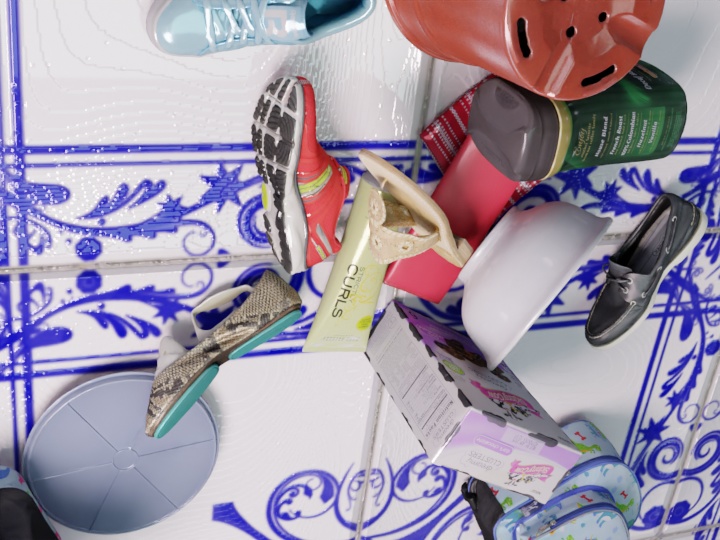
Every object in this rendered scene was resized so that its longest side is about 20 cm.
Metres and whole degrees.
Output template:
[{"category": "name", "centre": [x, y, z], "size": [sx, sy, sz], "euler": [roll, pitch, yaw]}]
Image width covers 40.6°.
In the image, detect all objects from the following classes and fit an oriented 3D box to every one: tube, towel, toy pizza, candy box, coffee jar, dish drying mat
[{"category": "tube", "centre": [0.000, 0.000, 0.993], "size": [0.057, 0.052, 0.202], "euler": [22, 115, 9]}, {"category": "towel", "centre": [0.171, -0.148, 0.999], "size": [0.199, 0.023, 0.145], "euler": [-38, 125, 0]}, {"category": "toy pizza", "centre": [-0.244, 0.186, 1.000], "size": [0.197, 0.032, 0.203], "euler": [-10, 120, -17]}, {"category": "candy box", "centre": [0.112, 0.136, 1.025], "size": [0.167, 0.200, 0.072], "euler": [26, 106, -33]}, {"category": "coffee jar", "centre": [0.204, -0.144, 0.924], "size": [0.198, 0.104, 0.086], "euler": [-12, 129, -26]}, {"category": "dish drying mat", "centre": [0.100, -0.056, 1.005], "size": [0.076, 0.018, 0.201], "euler": [20, 118, -22]}]

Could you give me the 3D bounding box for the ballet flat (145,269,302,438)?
[{"category": "ballet flat", "centre": [-0.148, 0.074, 0.955], "size": [0.200, 0.075, 0.068], "euler": [-41, 170, -12]}]

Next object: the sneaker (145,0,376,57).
[{"category": "sneaker", "centre": [-0.079, -0.220, 0.812], "size": [0.198, 0.082, 0.075], "euler": [-20, 123, -12]}]

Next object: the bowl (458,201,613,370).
[{"category": "bowl", "centre": [0.164, -0.001, 1.010], "size": [0.090, 0.201, 0.202], "euler": [38, 101, 8]}]

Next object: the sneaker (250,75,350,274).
[{"category": "sneaker", "centre": [-0.050, -0.094, 0.913], "size": [0.084, 0.077, 0.202], "euler": [-20, 131, -25]}]

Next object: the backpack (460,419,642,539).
[{"category": "backpack", "centre": [0.255, 0.305, 1.217], "size": [0.198, 0.147, 0.184], "euler": [-30, 128, -8]}]

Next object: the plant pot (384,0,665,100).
[{"category": "plant pot", "centre": [0.142, -0.246, 0.824], "size": [0.198, 0.196, 0.203], "euler": [-10, 122, -17]}]

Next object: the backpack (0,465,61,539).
[{"category": "backpack", "centre": [-0.383, 0.294, 0.925], "size": [0.198, 0.151, 0.179], "euler": [-20, 126, -3]}]

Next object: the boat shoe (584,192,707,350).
[{"category": "boat shoe", "centre": [0.312, -0.003, 1.112], "size": [0.066, 0.075, 0.200], "euler": [34, 100, -32]}]

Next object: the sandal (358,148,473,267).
[{"category": "sandal", "centre": [0.042, -0.031, 0.909], "size": [0.070, 0.077, 0.211], "euler": [-55, 147, -3]}]
